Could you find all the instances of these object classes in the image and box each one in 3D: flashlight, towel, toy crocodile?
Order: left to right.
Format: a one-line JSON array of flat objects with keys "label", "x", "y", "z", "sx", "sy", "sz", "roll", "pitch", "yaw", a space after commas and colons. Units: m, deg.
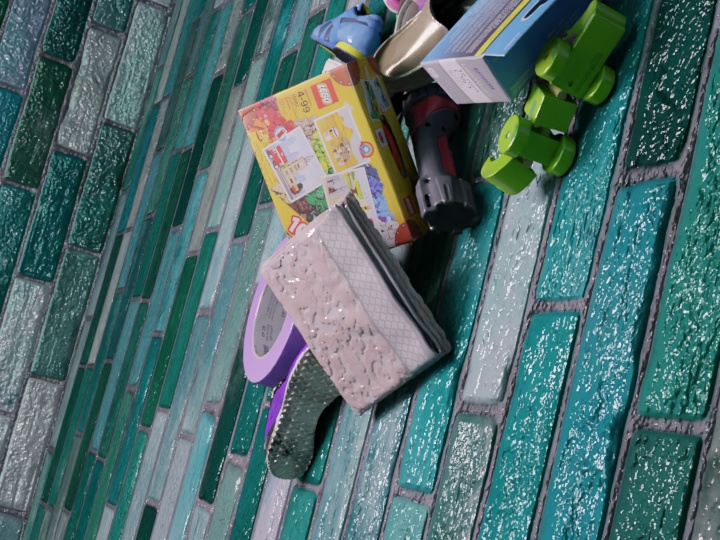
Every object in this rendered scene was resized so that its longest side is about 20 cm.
[{"label": "towel", "x": -0.010, "y": 0.041, "z": 1.400, "sx": 0.201, "sy": 0.032, "sz": 0.191, "roll": 56, "pitch": 141, "yaw": 5}, {"label": "flashlight", "x": 0.090, "y": -0.122, "z": 1.423, "sx": 0.067, "sy": 0.068, "sz": 0.201, "roll": -27, "pitch": 43, "yaw": 16}, {"label": "toy crocodile", "x": 0.177, "y": -0.155, "z": 1.209, "sx": 0.201, "sy": 0.067, "sz": 0.062, "roll": -63, "pitch": 21, "yaw": 24}]

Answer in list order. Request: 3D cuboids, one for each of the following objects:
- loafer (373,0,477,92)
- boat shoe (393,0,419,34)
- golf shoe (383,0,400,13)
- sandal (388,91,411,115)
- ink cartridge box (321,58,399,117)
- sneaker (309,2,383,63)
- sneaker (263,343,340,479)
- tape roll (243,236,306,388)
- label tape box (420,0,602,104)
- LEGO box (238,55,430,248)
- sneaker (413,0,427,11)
[{"label": "loafer", "x": 0.086, "y": -0.264, "z": 1.428, "sx": 0.199, "sy": 0.068, "sz": 0.076, "roll": -28, "pitch": 53, "yaw": 27}, {"label": "boat shoe", "x": 0.083, "y": -0.326, "z": 1.593, "sx": 0.203, "sy": 0.071, "sz": 0.061, "roll": -69, "pitch": 16, "yaw": -12}, {"label": "golf shoe", "x": 0.053, "y": -0.396, "z": 1.743, "sx": 0.092, "sy": 0.074, "sz": 0.201, "roll": 108, "pitch": 168, "yaw": -48}, {"label": "sandal", "x": 0.068, "y": -0.214, "z": 1.516, "sx": 0.200, "sy": 0.045, "sz": 0.075, "roll": -50, "pitch": -23, "yaw": -2}, {"label": "ink cartridge box", "x": -0.026, "y": -0.162, "z": 1.714, "sx": 0.202, "sy": 0.083, "sz": 0.145, "roll": -69, "pitch": 21, "yaw": 9}, {"label": "sneaker", "x": -0.013, "y": -0.338, "z": 1.865, "sx": 0.079, "sy": 0.066, "sz": 0.200, "roll": -59, "pitch": 22, "yaw": 2}, {"label": "sneaker", "x": -0.073, "y": 0.146, "z": 1.607, "sx": 0.202, "sy": 0.069, "sz": 0.100, "roll": -65, "pitch": 19, "yaw": 18}, {"label": "tape roll", "x": -0.086, "y": 0.057, "z": 1.721, "sx": 0.200, "sy": 0.065, "sz": 0.202, "roll": -50, "pitch": 30, "yaw": 44}, {"label": "label tape box", "x": 0.157, "y": -0.230, "z": 1.253, "sx": 0.143, "sy": 0.066, "sz": 0.200, "roll": -47, "pitch": 20, "yaw": -8}, {"label": "LEGO box", "x": -0.024, "y": -0.113, "z": 1.449, "sx": 0.148, "sy": 0.202, "sz": 0.077, "roll": -19, "pitch": 7, "yaw": 28}, {"label": "sneaker", "x": 0.104, "y": -0.390, "z": 1.528, "sx": 0.201, "sy": 0.088, "sz": 0.080, "roll": -61, "pitch": 13, "yaw": -12}]
